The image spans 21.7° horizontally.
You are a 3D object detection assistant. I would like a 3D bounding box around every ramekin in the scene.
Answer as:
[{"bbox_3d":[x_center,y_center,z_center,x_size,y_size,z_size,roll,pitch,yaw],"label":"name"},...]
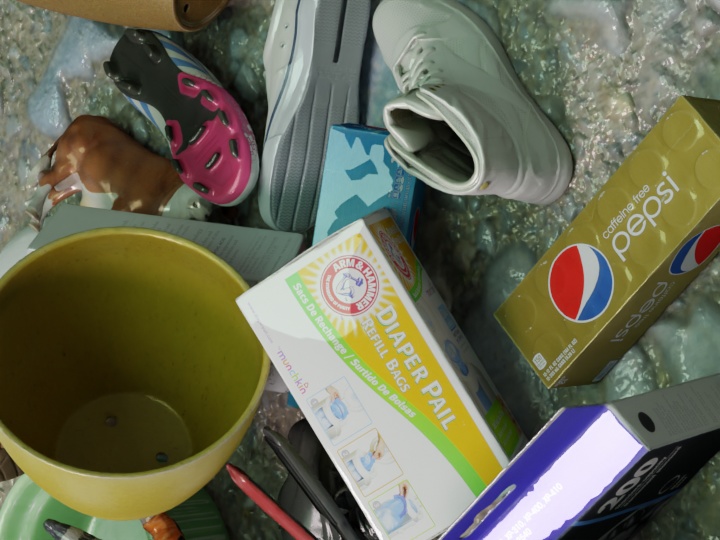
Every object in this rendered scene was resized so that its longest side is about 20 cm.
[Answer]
[{"bbox_3d":[-0.191,0.241,1.477,0.199,0.097,0.202,1,91,39],"label":"ramekin"}]

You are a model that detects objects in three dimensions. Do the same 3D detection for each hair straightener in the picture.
[{"bbox_3d":[-0.001,0.176,1.294,0.077,0.200,0.041,-47,17,-9],"label":"hair straightener"}]

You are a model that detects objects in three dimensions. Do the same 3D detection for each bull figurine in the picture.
[{"bbox_3d":[-0.187,-0.056,1.481,0.121,0.065,0.199,-46,46,-12],"label":"bull figurine"}]

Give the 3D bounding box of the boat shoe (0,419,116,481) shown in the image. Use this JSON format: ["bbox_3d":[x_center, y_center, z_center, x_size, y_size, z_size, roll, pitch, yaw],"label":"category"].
[{"bbox_3d":[-0.222,0.093,1.439,0.067,0.199,0.072,41,135,31],"label":"boat shoe"}]

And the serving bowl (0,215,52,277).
[{"bbox_3d":[-0.255,0.051,1.551,0.199,0.065,0.202,0,90,40],"label":"serving bowl"}]

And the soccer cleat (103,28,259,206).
[{"bbox_3d":[-0.117,-0.116,1.418,0.070,0.086,0.200,-51,52,16],"label":"soccer cleat"}]

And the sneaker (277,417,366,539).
[{"bbox_3d":[-0.023,0.201,1.366,0.090,0.075,0.202,12,96,52],"label":"sneaker"}]

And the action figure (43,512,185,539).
[{"bbox_3d":[-0.155,0.263,1.323,0.193,0.105,0.200,41,89,29],"label":"action figure"}]

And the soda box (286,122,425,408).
[{"bbox_3d":[0.000,0.000,1.326,0.067,0.064,0.202,10,97,9],"label":"soda box"}]

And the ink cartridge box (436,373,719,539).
[{"bbox_3d":[0.125,0.149,1.150,0.198,0.199,0.044,-50,64,28],"label":"ink cartridge box"}]

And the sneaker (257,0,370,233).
[{"bbox_3d":[-0.040,-0.129,1.380,0.071,0.072,0.202,24,102,56],"label":"sneaker"}]

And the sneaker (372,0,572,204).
[{"bbox_3d":[0.049,-0.125,1.267,0.200,0.115,0.074,51,121,29],"label":"sneaker"}]

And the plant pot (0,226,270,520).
[{"bbox_3d":[-0.164,0.092,1.296,0.200,0.199,0.143,52,154,27],"label":"plant pot"}]

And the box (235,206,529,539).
[{"bbox_3d":[0.019,0.070,1.241,0.101,0.112,0.201,-32,89,11],"label":"box"}]

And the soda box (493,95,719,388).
[{"bbox_3d":[0.177,-0.016,1.194,0.200,0.064,0.068,-51,60,27],"label":"soda box"}]

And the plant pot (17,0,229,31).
[{"bbox_3d":[-0.193,-0.266,1.440,0.199,0.186,0.188,30,109,22],"label":"plant pot"}]

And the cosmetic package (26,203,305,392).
[{"bbox_3d":[-0.139,0.020,1.385,0.198,0.074,0.103,6,124,15],"label":"cosmetic package"}]
